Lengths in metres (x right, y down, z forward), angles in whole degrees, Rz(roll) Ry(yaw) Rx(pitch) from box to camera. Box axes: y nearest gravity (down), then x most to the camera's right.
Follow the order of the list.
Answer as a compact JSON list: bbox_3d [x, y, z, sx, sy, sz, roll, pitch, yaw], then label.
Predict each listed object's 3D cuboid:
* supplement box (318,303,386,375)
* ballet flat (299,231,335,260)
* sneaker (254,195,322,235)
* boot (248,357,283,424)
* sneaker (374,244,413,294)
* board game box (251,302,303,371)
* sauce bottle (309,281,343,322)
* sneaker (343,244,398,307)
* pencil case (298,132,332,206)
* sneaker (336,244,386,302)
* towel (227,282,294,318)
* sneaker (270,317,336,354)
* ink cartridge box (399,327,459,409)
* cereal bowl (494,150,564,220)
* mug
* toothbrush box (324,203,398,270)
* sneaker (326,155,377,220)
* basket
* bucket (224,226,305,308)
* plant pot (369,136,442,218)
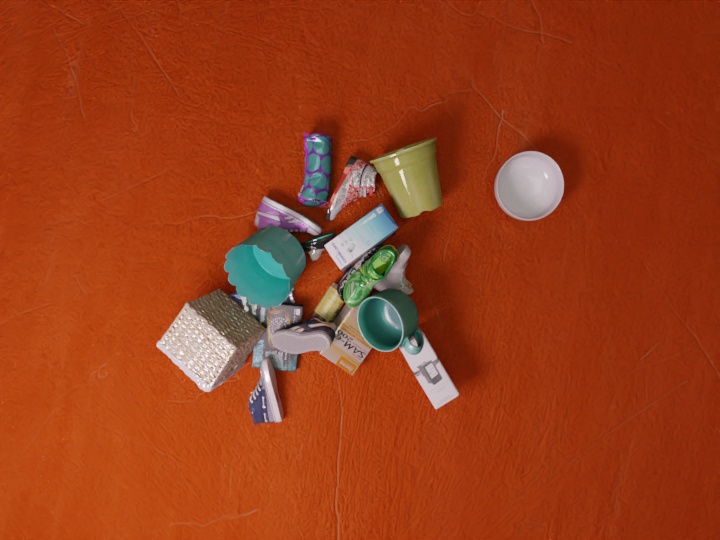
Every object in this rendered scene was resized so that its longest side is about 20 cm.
[{"bbox_3d":[-0.020,0.182,1.536,0.126,0.073,0.201,35,90,-17],"label":"supplement box"},{"bbox_3d":[-0.162,-0.060,1.552,0.197,0.068,0.069,-12,101,9],"label":"ballet flat"},{"bbox_3d":[-0.215,-0.124,1.548,0.199,0.073,0.115,26,94,9],"label":"sneaker"},{"bbox_3d":[-0.287,0.354,1.533,0.089,0.073,0.203,-9,104,2],"label":"boot"},{"bbox_3d":[0.117,0.012,1.513,0.115,0.200,0.074,35,50,-5],"label":"sneaker"},{"bbox_3d":[-0.243,0.191,1.544,0.133,0.028,0.203,7,103,-3],"label":"board game box"},{"bbox_3d":[-0.108,0.130,1.553,0.066,0.066,0.201,33,92,-2],"label":"sauce bottle"},{"bbox_3d":[0.022,0.011,1.403,0.074,0.084,0.201,39,94,1],"label":"sneaker"},{"bbox_3d":[-0.131,-0.291,1.535,0.091,0.085,0.203,5,90,-30],"label":"pencil case"},{"bbox_3d":[0.000,0.000,1.498,0.066,0.090,0.200,45,81,-21],"label":"sneaker"},{"bbox_3d":[-0.286,0.121,1.567,0.197,0.024,0.149,-11,90,-1],"label":"towel"},{"bbox_3d":[-0.155,0.184,1.493,0.198,0.080,0.079,-3,120,27],"label":"sneaker"},{"bbox_3d":[0.188,0.274,1.520,0.083,0.145,0.201,-31,91,0],"label":"ink cartridge box"},{"bbox_3d":[0.486,-0.243,1.554,0.197,0.083,0.203,0,90,-1],"label":"cereal bowl"},{"bbox_3d":[0.089,0.143,1.438,0.151,0.114,0.187,-22,91,40],"label":"mug"},{"bbox_3d":[0.002,-0.090,1.510,0.199,0.146,0.086,-35,88,-2],"label":"toothbrush box"},{"bbox_3d":[-0.020,-0.224,1.548,0.107,0.067,0.203,24,87,1],"label":"sneaker"},{"bbox_3d":[-0.400,0.185,1.452,0.200,0.198,0.161,41,109,5],"label":"basket"},{"bbox_3d":[-0.258,-0.014,1.473,0.205,0.135,0.209,12,125,18],"label":"bucket"},{"bbox_3d":[0.148,-0.256,1.506,0.198,0.200,0.186,-20,103,-1],"label":"plant pot"}]
